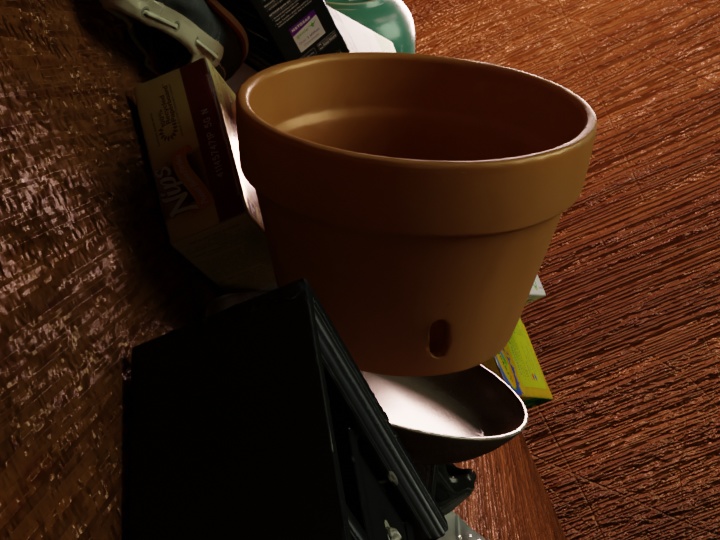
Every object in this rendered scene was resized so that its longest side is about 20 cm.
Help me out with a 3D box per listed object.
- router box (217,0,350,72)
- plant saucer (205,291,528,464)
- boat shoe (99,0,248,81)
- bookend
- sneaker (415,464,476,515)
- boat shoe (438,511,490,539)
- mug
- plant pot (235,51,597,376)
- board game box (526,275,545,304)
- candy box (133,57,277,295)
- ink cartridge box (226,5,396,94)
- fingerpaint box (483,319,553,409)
[{"bbox_3d":[-0.099,-0.217,0.889,0.200,0.051,0.149,39,-13,42],"label":"router box"},{"bbox_3d":[0.000,0.065,0.733,0.200,0.199,0.032,-73,-178,-78],"label":"plant saucer"},{"bbox_3d":[-0.123,-0.159,0.814,0.200,0.071,0.063,73,36,-77],"label":"boat shoe"},{"bbox_3d":[-0.017,0.147,0.553,0.200,0.092,0.199,-101,167,-51],"label":"bookend"},{"bbox_3d":[0.026,0.104,0.957,0.201,0.098,0.071,65,9,2],"label":"sneaker"},{"bbox_3d":[0.083,0.231,0.942,0.200,0.068,0.072,123,-13,-85],"label":"boat shoe"},{"bbox_3d":[-0.035,-0.234,1.263,0.152,0.184,0.115,-68,164,-57],"label":"mug"},{"bbox_3d":[0.028,-0.032,0.714,0.200,0.199,0.141,-96,-172,-65],"label":"plant pot"},{"bbox_3d":[0.104,-0.031,1.075,0.127,0.035,0.200,68,17,9],"label":"board game box"},{"bbox_3d":[-0.074,-0.038,0.820,0.200,0.055,0.116,50,22,-63],"label":"candy box"},{"bbox_3d":[-0.026,-0.143,1.053,0.200,0.084,0.147,13,52,-59],"label":"ink cartridge box"},{"bbox_3d":[0.091,0.036,1.135,0.167,0.073,0.201,17,51,-68],"label":"fingerpaint box"}]
